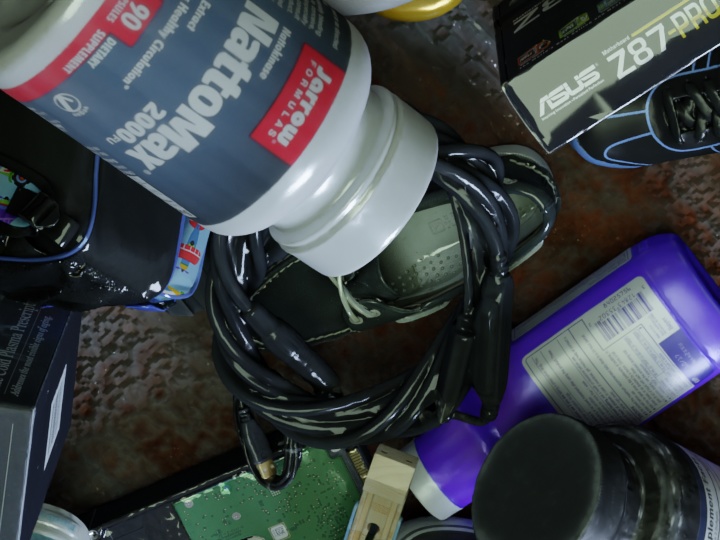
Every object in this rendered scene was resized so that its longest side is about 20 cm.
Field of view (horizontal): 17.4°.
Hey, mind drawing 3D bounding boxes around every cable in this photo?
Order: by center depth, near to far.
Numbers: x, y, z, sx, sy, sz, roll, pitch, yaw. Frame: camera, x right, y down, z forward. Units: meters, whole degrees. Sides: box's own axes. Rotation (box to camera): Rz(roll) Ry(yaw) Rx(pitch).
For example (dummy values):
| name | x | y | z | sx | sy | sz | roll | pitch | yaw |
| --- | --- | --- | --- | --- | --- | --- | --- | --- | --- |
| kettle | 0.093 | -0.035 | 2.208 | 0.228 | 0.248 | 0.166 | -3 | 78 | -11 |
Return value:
| name | x | y | z | sx | sy | sz | roll | pitch | yaw |
| --- | --- | --- | --- | --- | --- | --- | --- | --- | --- |
| cable | 0.000 | 0.000 | 1.225 | 0.163 | 0.051 | 0.200 | 3 | 120 | 5 |

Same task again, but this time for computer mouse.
| name | x | y | z | sx | sy | sz | roll | pitch | yaw |
| --- | --- | --- | --- | --- | --- | --- | --- | --- | --- |
| computer mouse | -0.086 | 0.031 | 1.283 | 0.059 | 0.034 | 0.200 | -25 | 93 | 30 |

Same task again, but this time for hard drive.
| name | x | y | z | sx | sy | sz | roll | pitch | yaw |
| --- | --- | --- | --- | --- | --- | --- | --- | --- | --- |
| hard drive | -0.070 | 0.176 | 1.356 | 0.200 | 0.038 | 0.140 | -24 | 107 | 10 |

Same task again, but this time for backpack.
| name | x | y | z | sx | sy | sz | roll | pitch | yaw |
| --- | --- | --- | --- | --- | --- | --- | --- | --- | --- |
| backpack | -0.183 | -0.068 | 1.210 | 0.200 | 0.135 | 0.183 | -1 | 72 | 30 |

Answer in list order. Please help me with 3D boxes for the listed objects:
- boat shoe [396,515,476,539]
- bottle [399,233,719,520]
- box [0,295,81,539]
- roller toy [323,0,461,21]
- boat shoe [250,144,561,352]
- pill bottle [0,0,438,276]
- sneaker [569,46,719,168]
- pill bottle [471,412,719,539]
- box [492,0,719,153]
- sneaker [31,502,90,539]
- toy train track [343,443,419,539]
| name | x | y | z | sx | sy | sz | roll | pitch | yaw |
| --- | --- | --- | --- | --- | --- | --- | --- | --- | --- |
| boat shoe | 0.102 | 0.201 | 1.325 | 0.200 | 0.066 | 0.070 | 33 | 85 | -18 |
| bottle | 0.112 | 0.064 | 1.297 | 0.200 | 0.065 | 0.084 | -36 | 102 | 13 |
| box | -0.249 | 0.063 | 1.235 | 0.182 | 0.200 | 0.104 | 8 | 111 | -2 |
| roller toy | -0.014 | -0.225 | 1.162 | 0.200 | 0.140 | 0.183 | 15 | 104 | -14 |
| boat shoe | 0.014 | -0.007 | 1.277 | 0.200 | 0.060 | 0.076 | -30 | 107 | 12 |
| pill bottle | -0.065 | -0.087 | 1.084 | 0.200 | 0.120 | 0.120 | 34 | 107 | -26 |
| sneaker | 0.203 | -0.098 | 1.232 | 0.200 | 0.078 | 0.070 | -20 | 107 | 8 |
| pill bottle | 0.154 | 0.147 | 1.259 | 0.200 | 0.112 | 0.112 | 28 | 111 | -41 |
| box | 0.161 | -0.149 | 1.172 | 0.200 | 0.161 | 0.049 | -33 | 104 | 13 |
| sneaker | -0.206 | 0.207 | 1.310 | 0.074 | 0.082 | 0.200 | 20 | 140 | -4 |
| toy train track | -0.008 | 0.183 | 1.293 | 0.115 | 0.033 | 0.200 | 21 | 123 | 5 |
